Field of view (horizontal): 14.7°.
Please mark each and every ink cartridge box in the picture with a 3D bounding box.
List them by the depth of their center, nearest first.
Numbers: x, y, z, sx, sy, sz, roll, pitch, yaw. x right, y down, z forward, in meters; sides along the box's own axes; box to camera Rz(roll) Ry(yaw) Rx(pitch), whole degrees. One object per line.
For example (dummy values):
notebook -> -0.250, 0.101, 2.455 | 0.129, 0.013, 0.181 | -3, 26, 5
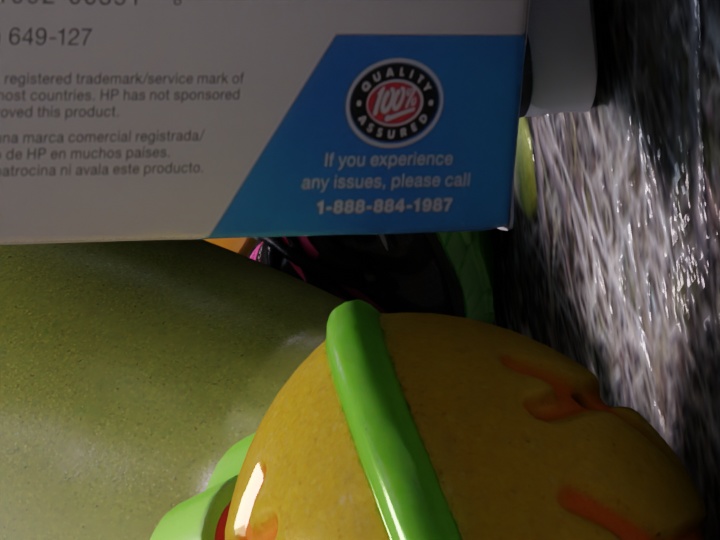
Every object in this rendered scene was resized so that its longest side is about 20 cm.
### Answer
ink cartridge box -> -0.053, -0.119, 0.616 | 0.145, 0.146, 0.201 | 28, 116, 60

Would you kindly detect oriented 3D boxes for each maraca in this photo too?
maraca -> 0.033, 0.093, 0.573 | 0.137, 0.107, 0.201 | 58, -173, -51

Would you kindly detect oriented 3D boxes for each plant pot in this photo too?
plant pot -> -0.064, 0.073, 0.802 | 0.200, 0.192, 0.202 | -13, -74, -53

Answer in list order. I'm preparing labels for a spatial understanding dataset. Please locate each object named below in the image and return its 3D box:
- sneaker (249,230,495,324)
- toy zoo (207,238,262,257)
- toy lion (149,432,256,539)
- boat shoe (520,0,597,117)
sneaker -> 0.000, 0.000, 0.935 | 0.200, 0.083, 0.077 | 89, 171, -55
toy zoo -> -0.035, -0.028, 0.989 | 0.200, 0.020, 0.131 | -57, -18, -29
toy lion -> 0.016, 0.139, 0.667 | 0.200, 0.192, 0.069 | 50, 138, -10
boat shoe -> 0.017, -0.071, 0.716 | 0.200, 0.067, 0.072 | -172, 74, -84
